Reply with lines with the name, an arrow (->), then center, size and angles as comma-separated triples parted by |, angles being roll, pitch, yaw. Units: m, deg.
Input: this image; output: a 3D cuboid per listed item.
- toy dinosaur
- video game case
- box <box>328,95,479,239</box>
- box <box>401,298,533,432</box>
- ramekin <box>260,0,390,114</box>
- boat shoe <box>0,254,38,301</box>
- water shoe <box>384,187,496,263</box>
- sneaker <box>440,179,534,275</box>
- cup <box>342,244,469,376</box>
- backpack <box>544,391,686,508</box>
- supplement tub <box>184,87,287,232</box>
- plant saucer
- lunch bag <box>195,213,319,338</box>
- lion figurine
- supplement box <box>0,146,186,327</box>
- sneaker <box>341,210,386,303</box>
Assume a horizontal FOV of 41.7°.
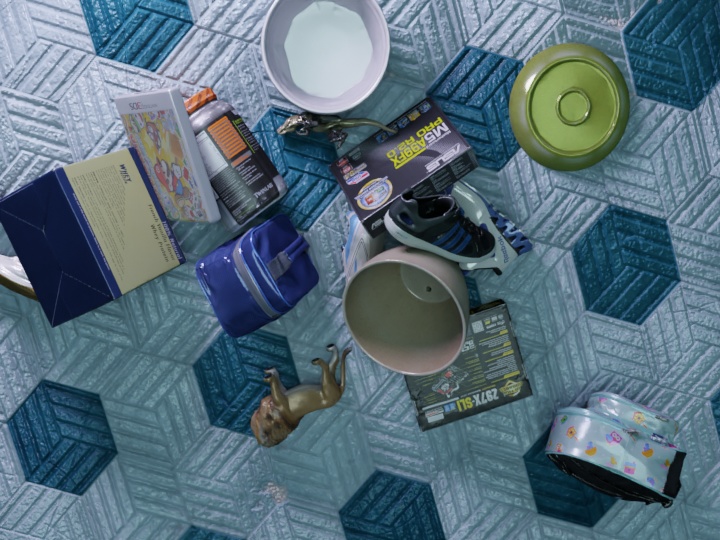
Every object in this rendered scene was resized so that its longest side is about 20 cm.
toy dinosaur -> -0.048, -0.221, 1.456 | 0.196, 0.088, 0.048 | 7, 111, 17
video game case -> -0.294, -0.171, 1.431 | 0.023, 0.180, 0.204 | -29, 112, -34
box -> 0.063, -0.162, 1.454 | 0.198, 0.161, 0.044 | -34, 133, 5
box -> 0.166, 0.155, 1.548 | 0.196, 0.049, 0.163 | -19, 99, 1
ramekin -> -0.052, -0.341, 1.454 | 0.195, 0.105, 0.205 | 0, 97, 0
boat shoe -> -0.523, 0.006, 1.517 | 0.197, 0.071, 0.070 | 24, 70, 4
water shoe -> 0.132, -0.066, 1.398 | 0.197, 0.072, 0.079 | 10, 132, -29
sneaker -> 0.172, -0.060, 1.505 | 0.198, 0.081, 0.116 | 39, 93, -7
cup -> 0.087, 0.038, 1.462 | 0.196, 0.144, 0.204 | 12, 123, 18
backpack -> 0.399, 0.278, 1.506 | 0.196, 0.176, 0.157 | 15, 80, -2
supplement tub -> -0.212, -0.172, 1.465 | 0.122, 0.123, 0.202 | -34, 96, 4
plant saucer -> 0.337, -0.260, 1.507 | 0.195, 0.031, 0.205 | 0, 98, 0
lunch bag -> -0.145, 0.000, 1.455 | 0.131, 0.200, 0.138 | -25, 100, 21
lion figurine -> -0.091, 0.207, 1.541 | 0.196, 0.073, 0.125 | -18, 104, -3
supplement box -> -0.400, -0.055, 1.421 | 0.132, 0.200, 0.203 | -21, 98, 26
sneaker -> 0.000, 0.000, 1.525 | 0.072, 0.071, 0.204 | 18, 109, 37
